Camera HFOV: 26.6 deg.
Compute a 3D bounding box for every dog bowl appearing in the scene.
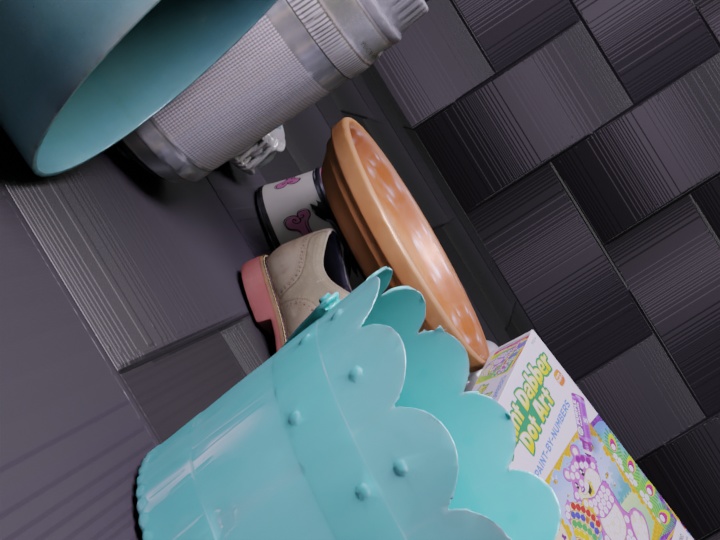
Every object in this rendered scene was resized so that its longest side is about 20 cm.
[{"bbox_3d":[0.000,0.000,1.226,0.201,0.073,0.200,57,9,-14],"label":"dog bowl"}]

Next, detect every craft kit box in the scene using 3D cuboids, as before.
[{"bbox_3d":[0.129,0.169,0.976,0.198,0.048,0.200,49,34,-10],"label":"craft kit box"}]

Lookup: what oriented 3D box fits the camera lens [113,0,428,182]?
[{"bbox_3d":[-0.079,-0.162,0.911,0.161,0.199,0.160,56,9,-13],"label":"camera lens"}]

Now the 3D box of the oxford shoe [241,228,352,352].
[{"bbox_3d":[-0.011,0.056,0.960,0.201,0.074,0.070,63,10,29],"label":"oxford shoe"}]

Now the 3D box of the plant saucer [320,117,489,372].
[{"bbox_3d":[0.027,-0.013,1.070,0.201,0.037,0.200,57,9,-14],"label":"plant saucer"}]

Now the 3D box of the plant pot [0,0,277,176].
[{"bbox_3d":[-0.130,-0.172,0.718,0.161,0.200,0.201,48,9,1],"label":"plant pot"}]

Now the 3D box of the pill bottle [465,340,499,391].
[{"bbox_3d":[0.108,0.163,1.156,0.201,0.108,0.109,57,9,-7],"label":"pill bottle"}]

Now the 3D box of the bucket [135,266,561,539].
[{"bbox_3d":[0.008,0.119,0.652,0.208,0.134,0.207,57,9,-15],"label":"bucket"}]

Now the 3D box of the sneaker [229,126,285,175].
[{"bbox_3d":[-0.086,-0.111,1.137,0.081,0.070,0.200,59,8,-15],"label":"sneaker"}]
